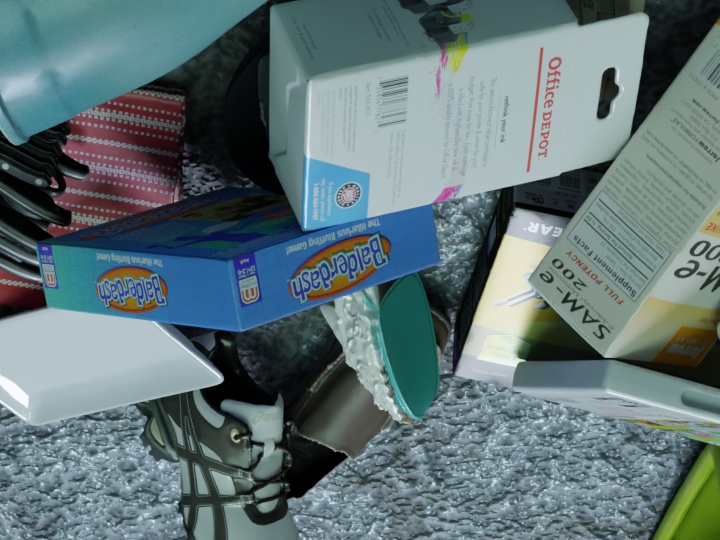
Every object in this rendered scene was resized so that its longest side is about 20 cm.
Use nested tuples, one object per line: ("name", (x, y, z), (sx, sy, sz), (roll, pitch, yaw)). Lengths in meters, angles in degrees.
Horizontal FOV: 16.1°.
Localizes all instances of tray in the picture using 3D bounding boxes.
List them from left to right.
("tray", (-0.188, 0.053, 1.678), (0.199, 0.022, 0.107), (-14, 134, 42))

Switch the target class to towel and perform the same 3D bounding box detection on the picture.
("towel", (-0.186, -0.046, 1.620), (0.144, 0.023, 0.201), (8, 132, -1))

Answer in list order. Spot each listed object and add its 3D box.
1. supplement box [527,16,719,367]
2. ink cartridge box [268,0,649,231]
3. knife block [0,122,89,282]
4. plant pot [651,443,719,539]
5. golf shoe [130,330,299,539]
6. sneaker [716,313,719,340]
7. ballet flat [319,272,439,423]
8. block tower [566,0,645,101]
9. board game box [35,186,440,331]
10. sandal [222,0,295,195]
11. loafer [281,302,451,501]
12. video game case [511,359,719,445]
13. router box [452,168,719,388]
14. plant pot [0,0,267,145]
("supplement box", (0.204, -0.044, 1.481), (0.126, 0.074, 0.200), (7, 122, -56))
("ink cartridge box", (0.052, -0.103, 1.417), (0.199, 0.068, 0.116), (-12, 138, -15))
("knife block", (-0.273, -0.066, 1.558), (0.199, 0.064, 0.176), (-4, 129, 14))
("plant pot", (0.309, 0.248, 1.745), (0.180, 0.200, 0.200), (5, 143, -10))
("golf shoe", (-0.078, 0.133, 1.674), (0.078, 0.201, 0.094), (-17, 162, -49))
("sneaker", (0.291, -0.012, 1.515), (0.199, 0.075, 0.082), (-26, 104, -20))
("ballet flat", (0.000, 0.000, 1.606), (0.071, 0.072, 0.201), (-8, 113, 12))
("block tower", (0.066, -0.144, 1.487), (0.199, 0.058, 0.054), (5, 135, -2))
("board game box", (-0.074, -0.010, 1.500), (0.199, 0.152, 0.045), (6, 109, 51))
("sandal", (-0.031, -0.111, 1.458), (0.076, 0.043, 0.201), (15, 138, -10))
("loafer", (-0.005, 0.093, 1.706), (0.073, 0.071, 0.200), (25, 130, -19))
("video game case", (0.204, 0.086, 1.563), (0.181, 0.023, 0.200), (15, 174, -11))
("router box", (0.172, 0.017, 1.635), (0.199, 0.052, 0.158), (11, 134, -6))
("plant pot", (-0.130, -0.192, 1.371), (0.187, 0.201, 0.201), (-18, 132, 0))
